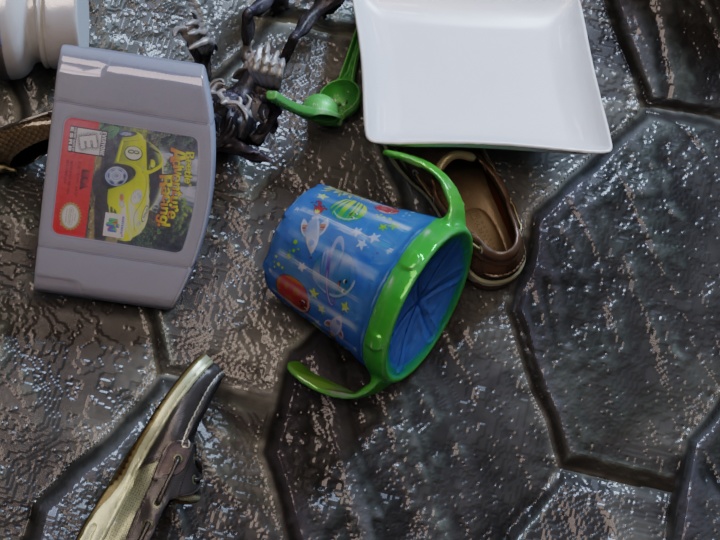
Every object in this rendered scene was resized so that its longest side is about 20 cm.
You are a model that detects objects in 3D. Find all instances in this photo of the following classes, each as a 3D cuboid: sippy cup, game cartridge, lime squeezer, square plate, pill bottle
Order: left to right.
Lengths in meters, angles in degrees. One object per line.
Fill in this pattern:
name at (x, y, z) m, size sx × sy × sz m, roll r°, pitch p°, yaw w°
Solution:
pill bottle at (-0.326, -0.212, 1.564) m, size 0.199 × 0.114 × 0.114 m, roll -1°, pitch 72°, yaw -1°
game cartridge at (-0.182, -0.070, 1.505) m, size 0.133 × 0.041 × 0.201 m, roll 7°, pitch 105°, yaw -5°
lime squeezer at (-0.025, -0.148, 1.557) m, size 0.038 × 0.071 × 0.200 m, roll 21°, pitch 33°, yaw 15°
sippy cup at (0.000, 0.000, 1.496) m, size 0.130 × 0.140 × 0.178 m, roll 28°, pitch 64°, yaw 19°
square plate at (0.094, -0.161, 1.559) m, size 0.197 × 0.028 × 0.200 m, roll 2°, pitch 46°, yaw -8°

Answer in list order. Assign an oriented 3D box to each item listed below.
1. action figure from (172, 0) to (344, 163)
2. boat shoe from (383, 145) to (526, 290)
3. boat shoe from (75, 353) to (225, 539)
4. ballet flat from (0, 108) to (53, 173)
action figure at (-0.098, -0.168, 1.559) m, size 0.119 × 0.102 × 0.200 m, roll 24°, pitch 72°, yaw 22°
boat shoe at (0.077, -0.085, 1.547) m, size 0.075 × 0.075 × 0.203 m, roll -30°, pitch 74°, yaw -10°
boat shoe at (-0.153, 0.162, 1.469) m, size 0.066 × 0.072 × 0.201 m, roll 31°, pitch 76°, yaw 0°
ballet flat at (-0.233, -0.111, 1.543) m, size 0.200 × 0.067 × 0.046 m, roll -20°, pitch 91°, yaw 8°
